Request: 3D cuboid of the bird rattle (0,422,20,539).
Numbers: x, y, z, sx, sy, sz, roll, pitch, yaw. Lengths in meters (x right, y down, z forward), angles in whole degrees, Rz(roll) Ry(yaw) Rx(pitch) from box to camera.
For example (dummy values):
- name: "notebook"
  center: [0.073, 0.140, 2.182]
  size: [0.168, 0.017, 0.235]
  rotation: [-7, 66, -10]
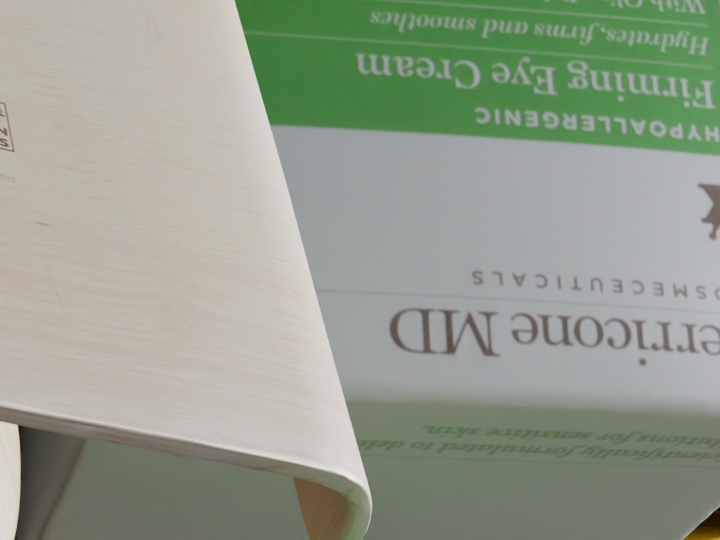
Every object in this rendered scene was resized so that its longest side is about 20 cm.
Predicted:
- name: "bird rattle"
  center: [-0.116, 0.039, 0.640]
  size: [0.163, 0.113, 0.200]
  rotation: [45, 41, -42]

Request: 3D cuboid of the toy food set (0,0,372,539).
- name: "toy food set"
  center: [-0.094, -0.015, 0.589]
  size: [0.200, 0.060, 0.144]
  rotation: [14, 47, -38]

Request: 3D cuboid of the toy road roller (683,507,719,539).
- name: "toy road roller"
  center: [0.120, 0.089, 1.065]
  size: [0.200, 0.123, 0.146]
  rotation: [-14, 109, -59]

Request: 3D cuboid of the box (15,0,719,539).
- name: "box"
  center: [0.000, 0.000, 0.851]
  size: [0.200, 0.199, 0.171]
  rotation: [121, -30, -63]
